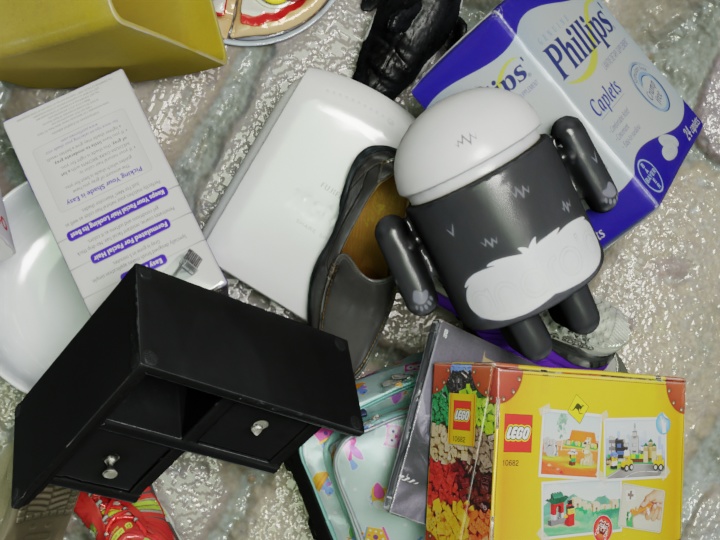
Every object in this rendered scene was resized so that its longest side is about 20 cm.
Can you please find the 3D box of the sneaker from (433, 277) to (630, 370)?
[{"bbox_3d":[0.117,0.047,0.948,0.198,0.100,0.070,25,45,5],"label":"sneaker"}]

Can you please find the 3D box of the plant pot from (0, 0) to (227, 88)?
[{"bbox_3d":[-0.246,-0.247,0.908,0.174,0.200,0.203,-17,85,17],"label":"plant pot"}]

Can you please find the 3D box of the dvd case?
[{"bbox_3d":[0.117,0.144,0.886,0.198,0.016,0.151,25,73,-29],"label":"dvd case"}]

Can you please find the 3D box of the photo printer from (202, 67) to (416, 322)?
[{"bbox_3d":[-0.026,-0.061,0.972,0.165,0.069,0.201,32,96,-7],"label":"photo printer"}]

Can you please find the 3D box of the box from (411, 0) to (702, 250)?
[{"bbox_3d":[0.171,-0.136,0.940,0.200,0.184,0.105,48,128,-3],"label":"box"}]

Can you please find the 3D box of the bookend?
[{"bbox_3d":[-0.138,0.116,0.873,0.197,0.093,0.200,22,129,-34],"label":"bookend"}]

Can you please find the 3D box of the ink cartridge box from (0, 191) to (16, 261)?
[{"bbox_3d":[-0.356,-0.110,0.889,0.083,0.146,0.202,-20,67,-1],"label":"ink cartridge box"}]

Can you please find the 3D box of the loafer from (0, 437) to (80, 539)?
[{"bbox_3d":[-0.292,0.220,0.949,0.075,0.068,0.201,11,118,-41],"label":"loafer"}]

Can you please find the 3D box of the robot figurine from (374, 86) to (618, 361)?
[{"bbox_3d":[0.104,-0.036,0.837,0.150,0.124,0.202,-35,101,-42],"label":"robot figurine"}]

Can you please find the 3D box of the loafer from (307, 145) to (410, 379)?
[{"bbox_3d":[0.000,0.000,0.912,0.072,0.072,0.203,9,100,-9],"label":"loafer"}]

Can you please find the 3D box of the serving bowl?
[{"bbox_3d":[-0.234,0.017,0.963,0.197,0.066,0.203,1,78,-3],"label":"serving bowl"}]

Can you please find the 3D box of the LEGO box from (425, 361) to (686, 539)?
[{"bbox_3d":[0.152,0.150,0.852,0.198,0.077,0.151,8,83,-32],"label":"LEGO box"}]

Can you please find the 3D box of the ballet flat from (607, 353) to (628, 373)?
[{"bbox_3d":[0.179,0.056,1.005,0.067,0.064,0.201,-40,93,-5],"label":"ballet flat"}]

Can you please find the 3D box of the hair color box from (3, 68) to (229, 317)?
[{"bbox_3d":[-0.197,-0.048,0.913,0.108,0.065,0.202,-25,80,-9],"label":"hair color box"}]

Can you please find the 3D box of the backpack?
[{"bbox_3d":[0.052,0.166,0.949,0.198,0.153,0.178,-24,99,-18],"label":"backpack"}]

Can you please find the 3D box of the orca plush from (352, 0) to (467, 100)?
[{"bbox_3d":[0.022,-0.211,0.982,0.200,0.071,0.106,-42,75,9],"label":"orca plush"}]

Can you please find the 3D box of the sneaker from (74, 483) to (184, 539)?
[{"bbox_3d":[-0.202,0.212,0.960,0.077,0.085,0.201,-37,92,-5],"label":"sneaker"}]

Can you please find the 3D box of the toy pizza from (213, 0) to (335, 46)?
[{"bbox_3d":[-0.102,-0.304,1.003,0.197,0.032,0.203,0,89,-4],"label":"toy pizza"}]
